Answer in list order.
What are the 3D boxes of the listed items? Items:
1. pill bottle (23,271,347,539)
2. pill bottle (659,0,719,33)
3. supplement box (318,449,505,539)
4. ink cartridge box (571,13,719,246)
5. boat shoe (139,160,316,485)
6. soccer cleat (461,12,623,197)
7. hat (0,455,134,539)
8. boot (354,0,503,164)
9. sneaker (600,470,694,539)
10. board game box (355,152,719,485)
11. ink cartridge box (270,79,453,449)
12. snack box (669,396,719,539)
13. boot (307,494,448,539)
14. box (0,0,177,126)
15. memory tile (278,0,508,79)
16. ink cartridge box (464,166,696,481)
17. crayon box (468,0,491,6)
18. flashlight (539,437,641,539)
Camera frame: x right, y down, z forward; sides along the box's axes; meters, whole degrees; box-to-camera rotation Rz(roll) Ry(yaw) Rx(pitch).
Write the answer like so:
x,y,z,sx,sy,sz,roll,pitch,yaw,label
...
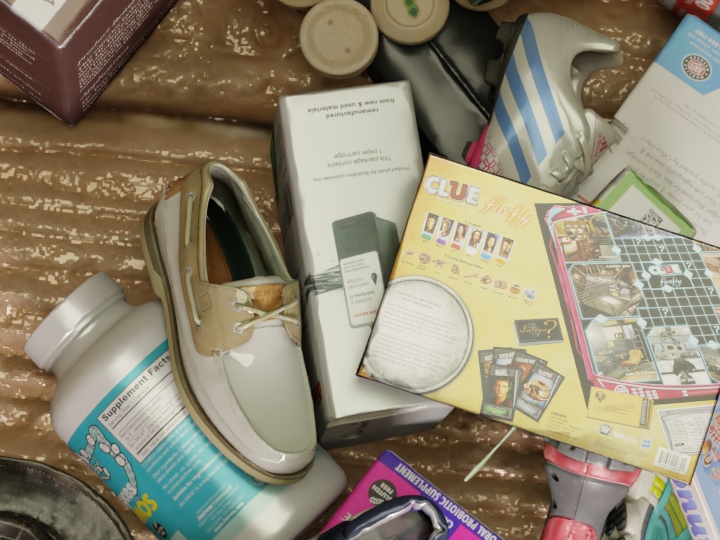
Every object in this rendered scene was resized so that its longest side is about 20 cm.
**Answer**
x,y,z,sx,sy,sz,roll,pitch,yaw,label
-0.111,0.095,1.612,0.111,0.111,0.200,-43,85,-11,pill bottle
0.300,-0.173,1.691,0.200,0.116,0.116,30,79,2,pill bottle
-0.008,0.220,1.601,0.101,0.103,0.200,37,80,4,supplement box
0.193,-0.045,1.678,0.116,0.067,0.200,36,86,3,ink cartridge box
-0.072,0.028,1.562,0.075,0.068,0.200,-7,60,-38,boat shoe
0.106,-0.062,1.622,0.086,0.070,0.200,13,80,12,soccer cleat
-0.224,0.206,1.597,0.200,0.081,0.201,1,80,-5,hat
0.072,-0.168,1.697,0.165,0.066,0.200,-35,81,-1,boot
0.187,0.156,1.645,0.080,0.078,0.200,18,80,-13,sneaker
0.113,0.027,1.517,0.200,0.035,0.136,19,89,2,board game box
0.000,0.000,1.621,0.083,0.147,0.200,-7,81,-6,ink cartridge box
0.227,0.130,1.630,0.072,0.024,0.200,-30,104,-33,snack box
-0.039,0.190,1.508,0.200,0.090,0.073,-36,82,-9,boot
-0.192,-0.218,1.620,0.164,0.200,0.166,38,78,4,box
0.000,-0.233,1.669,0.153,0.017,0.200,-24,85,-2,memory tile
0.111,0.032,1.586,0.059,0.104,0.200,42,90,3,ink cartridge box
0.120,-0.256,1.671,0.200,0.052,0.126,-26,88,-42,crayon box
0.122,0.171,1.591,0.068,0.068,0.200,6,106,-33,flashlight
